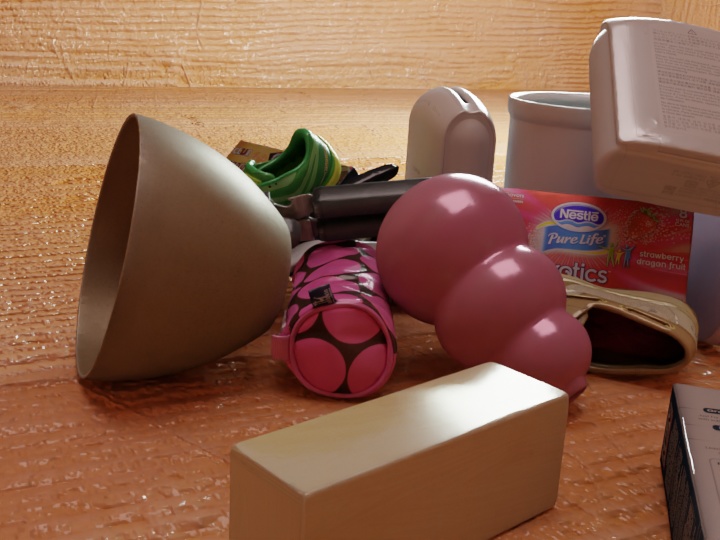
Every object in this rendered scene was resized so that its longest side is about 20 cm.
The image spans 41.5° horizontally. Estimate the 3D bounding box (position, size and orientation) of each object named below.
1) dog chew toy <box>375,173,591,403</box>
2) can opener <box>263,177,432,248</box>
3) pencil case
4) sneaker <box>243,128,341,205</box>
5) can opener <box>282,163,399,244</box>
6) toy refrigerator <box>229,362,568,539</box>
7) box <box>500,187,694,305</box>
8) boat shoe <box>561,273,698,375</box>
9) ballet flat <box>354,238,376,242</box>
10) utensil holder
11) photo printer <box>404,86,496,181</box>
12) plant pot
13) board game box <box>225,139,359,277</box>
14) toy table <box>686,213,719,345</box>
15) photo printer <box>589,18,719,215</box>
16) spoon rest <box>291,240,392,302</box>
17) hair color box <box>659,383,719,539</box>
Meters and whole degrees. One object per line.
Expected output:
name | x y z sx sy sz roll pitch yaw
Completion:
dog chew toy | 0.101 0.020 0.736 0.124 0.125 0.200 -14 57 -45
can opener | -0.024 -0.042 0.839 0.199 0.053 0.067 -8 46 2
pencil case | -0.021 0.031 0.790 0.093 0.091 0.200 -6 14 1
sneaker | -0.108 -0.069 0.984 0.074 0.084 0.200 27 71 45
can opener | -0.035 -0.050 0.947 0.200 0.064 0.079 -23 20 -28
toy refrigerator | 0.025 0.114 0.528 0.200 0.076 0.070 -12 22 -40
box | 0.195 -0.008 0.875 0.199 0.100 0.096 8 -19 13
boat shoe | 0.178 0.046 0.790 0.199 0.074 0.066 2 19 15
ballet flat | 0.006 -0.039 1.058 0.068 0.068 0.200 7 17 11
utensil holder | 0.232 -0.079 1.003 0.169 0.201 0.170 2 17 -1
photo printer | 0.094 -0.100 1.050 0.069 0.201 0.166 0 17 -11
plant pot | -0.132 -0.006 0.735 0.134 0.201 0.200 12 12 -23
board game box | -0.107 -0.075 1.078 0.200 0.035 0.136 19 65 43
toy table | 0.381 -0.015 0.899 0.117 0.201 0.184 12 -18 -5
photo printer | 0.286 -0.145 0.843 0.166 0.070 0.201 10 51 -2
spoon rest | 0.000 0.000 0.928 0.199 0.061 0.099 -7 30 -25
hair color box | 0.227 0.132 0.529 0.100 0.061 0.200 7 17 12
